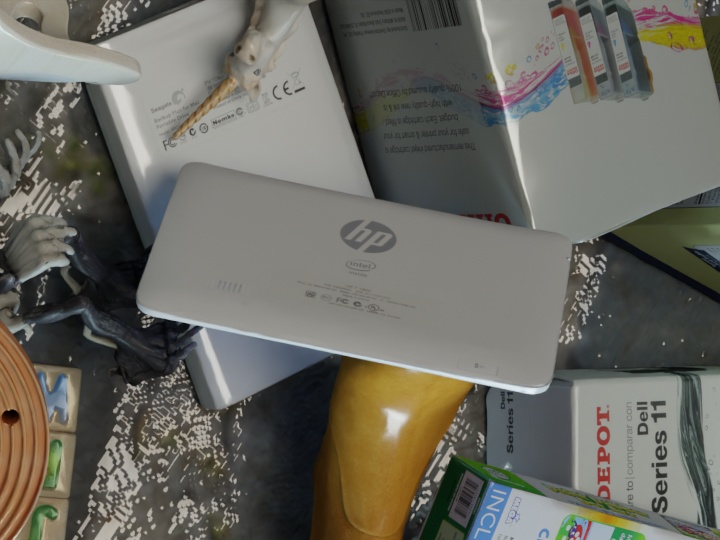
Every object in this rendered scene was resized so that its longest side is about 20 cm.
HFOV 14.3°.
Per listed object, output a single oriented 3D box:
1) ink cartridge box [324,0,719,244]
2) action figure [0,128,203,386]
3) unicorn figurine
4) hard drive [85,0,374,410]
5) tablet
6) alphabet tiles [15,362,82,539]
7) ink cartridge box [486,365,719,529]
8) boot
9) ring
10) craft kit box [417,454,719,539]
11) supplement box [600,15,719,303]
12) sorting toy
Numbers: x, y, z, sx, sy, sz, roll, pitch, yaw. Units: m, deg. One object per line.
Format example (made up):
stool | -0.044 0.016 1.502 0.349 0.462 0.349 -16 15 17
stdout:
ink cartridge box | 0.084 -0.118 1.523 0.145 0.145 0.200 -20 101 -30
action figure | -0.176 -0.011 1.382 0.200 0.119 0.102 18 122 -35
unicorn figurine | -0.039 -0.177 1.442 0.074 0.137 0.200 6 71 -21
hard drive | -0.059 -0.045 1.504 0.132 0.026 0.200 -26 104 -29
tablet | 0.000 0.000 1.392 0.200 0.130 0.014 12 126 2
alphabet tiles | -0.234 0.121 1.407 0.200 0.008 0.167 8 87 -32
ink cartridge box | 0.175 0.127 1.618 0.200 0.083 0.147 -1 91 -31
boot | 0.012 0.109 1.453 0.071 0.201 0.144 10 79 -7
ring | -0.245 0.079 1.333 0.200 0.019 0.200 -5 121 -8
craft kit box | 0.095 0.212 1.502 0.197 0.049 0.200 19 96 -33
supplement box | 0.275 -0.045 1.610 0.200 0.200 0.134 28 76 -29
sorting toy | -0.199 -0.126 1.336 0.180 0.200 0.107 11 107 -30
